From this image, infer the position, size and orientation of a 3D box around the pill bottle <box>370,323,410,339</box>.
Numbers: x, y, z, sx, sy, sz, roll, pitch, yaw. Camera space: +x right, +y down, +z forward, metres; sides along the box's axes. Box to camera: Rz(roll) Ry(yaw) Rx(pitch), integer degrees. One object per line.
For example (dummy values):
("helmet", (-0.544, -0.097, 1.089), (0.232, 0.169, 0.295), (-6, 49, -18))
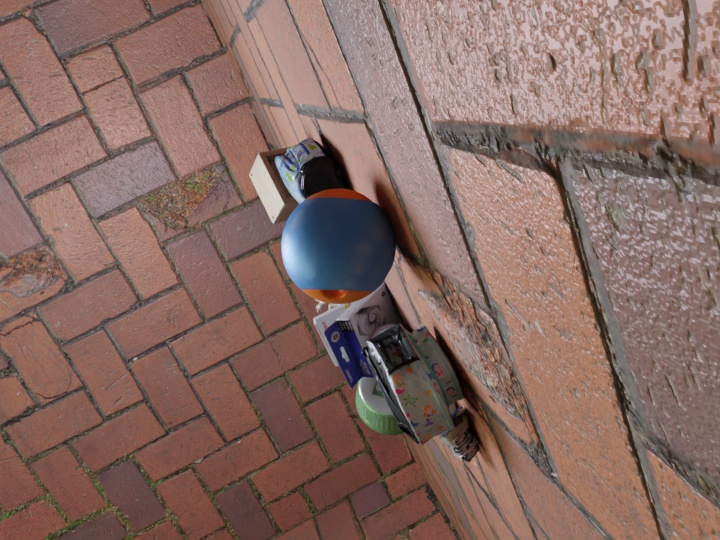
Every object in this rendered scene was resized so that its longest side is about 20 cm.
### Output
("pill bottle", (0.089, 0.191, 1.422), (0.109, 0.108, 0.200), (65, 174, -10))

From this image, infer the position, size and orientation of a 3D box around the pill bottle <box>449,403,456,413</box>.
("pill bottle", (0.138, 0.293, 1.422), (0.111, 0.110, 0.200), (65, 174, -11))

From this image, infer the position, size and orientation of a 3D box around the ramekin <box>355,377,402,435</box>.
("ramekin", (0.083, 0.316, 1.617), (0.098, 0.199, 0.200), (85, 160, -54))

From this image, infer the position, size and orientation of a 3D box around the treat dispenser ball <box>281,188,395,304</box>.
("treat dispenser ball", (-0.038, -0.042, 1.085), (0.202, 0.200, 0.201), (62, 174, 12))

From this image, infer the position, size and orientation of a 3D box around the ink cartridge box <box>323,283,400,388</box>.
("ink cartridge box", (0.019, 0.163, 1.530), (0.040, 0.200, 0.200), (13, 137, 44))

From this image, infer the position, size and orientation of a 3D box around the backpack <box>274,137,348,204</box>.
("backpack", (-0.109, -0.213, 1.382), (0.201, 0.153, 0.163), (-104, -12, -47))

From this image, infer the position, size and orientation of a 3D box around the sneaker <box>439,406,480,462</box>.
("sneaker", (0.210, 0.345, 1.277), (0.085, 0.077, 0.200), (49, 175, 29))

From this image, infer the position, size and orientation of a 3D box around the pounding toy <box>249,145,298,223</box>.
("pounding toy", (-0.164, -0.213, 1.642), (0.185, 0.199, 0.142), (62, 146, 14))

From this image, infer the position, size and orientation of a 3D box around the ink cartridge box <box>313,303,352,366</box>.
("ink cartridge box", (-0.015, 0.155, 1.728), (0.145, 0.199, 0.084), (64, 173, -3))

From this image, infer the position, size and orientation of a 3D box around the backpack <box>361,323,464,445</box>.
("backpack", (0.108, 0.217, 1.167), (0.178, 0.150, 0.200), (66, -179, -47))

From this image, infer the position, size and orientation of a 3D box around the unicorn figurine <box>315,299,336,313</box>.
("unicorn figurine", (-0.037, 0.117, 1.814), (0.200, 0.137, 0.074), (47, 175, 14))
